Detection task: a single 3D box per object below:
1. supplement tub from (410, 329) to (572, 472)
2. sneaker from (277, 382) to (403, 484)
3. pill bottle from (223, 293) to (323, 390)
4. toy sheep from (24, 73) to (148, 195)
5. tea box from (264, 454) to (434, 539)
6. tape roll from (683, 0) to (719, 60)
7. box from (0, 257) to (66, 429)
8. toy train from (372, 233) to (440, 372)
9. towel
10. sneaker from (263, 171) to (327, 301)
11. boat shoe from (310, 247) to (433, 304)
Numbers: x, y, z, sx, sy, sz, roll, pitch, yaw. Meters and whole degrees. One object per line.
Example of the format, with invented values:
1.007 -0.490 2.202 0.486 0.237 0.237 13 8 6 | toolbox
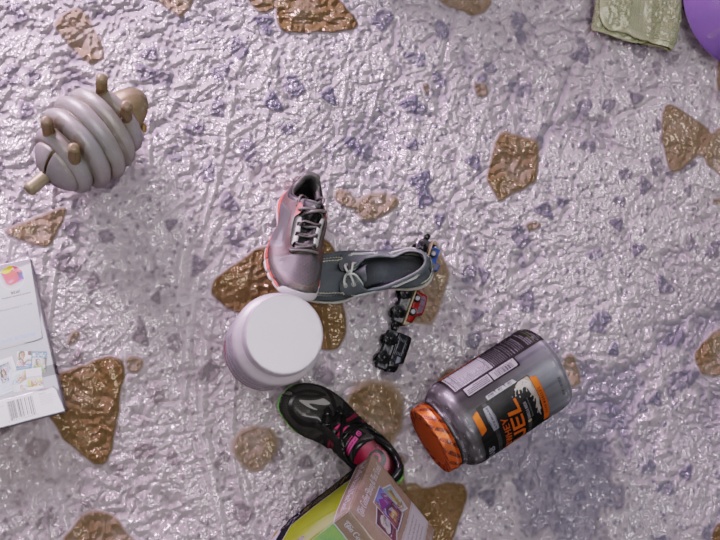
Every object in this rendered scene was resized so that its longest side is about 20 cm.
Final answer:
0.173 0.177 1.443 0.199 0.123 0.123 -31 88 -14 | supplement tub
-0.018 0.212 1.415 0.199 0.084 0.077 34 75 -5 | sneaker
-0.110 0.090 1.355 0.112 0.200 0.115 2 81 -11 | pill bottle
-0.352 -0.167 1.379 0.200 0.138 0.138 -40 91 -23 | toy sheep
-0.029 0.356 1.300 0.196 0.200 0.134 -40 91 13 | tea box
0.596 -0.417 1.633 0.198 0.085 0.202 3 83 -20 | tape roll
-0.470 0.101 1.358 0.154 0.041 0.202 -14 85 -14 | box
0.069 0.046 1.487 0.045 0.034 0.202 22 78 -11 | toy train
0.427 -0.441 1.640 0.147 0.036 0.202 10 79 -12 | towel
-0.079 -0.052 1.403 0.076 0.082 0.201 12 46 -19 | sneaker
0.000 0.000 1.449 0.198 0.062 0.074 -5 75 2 | boat shoe
